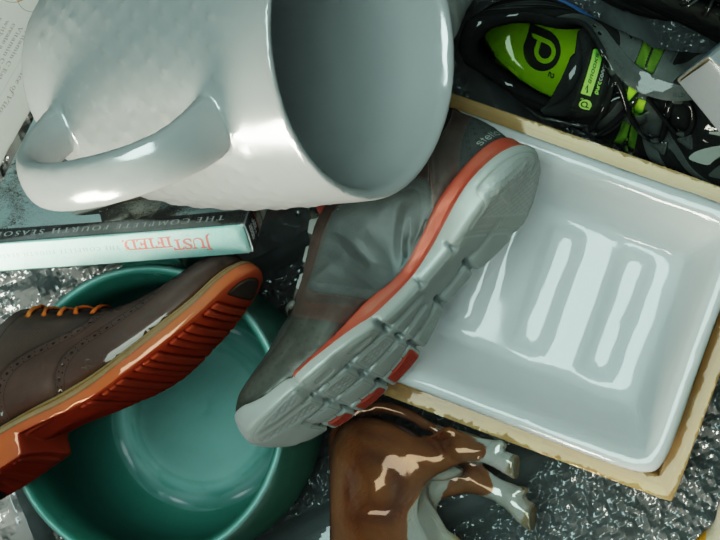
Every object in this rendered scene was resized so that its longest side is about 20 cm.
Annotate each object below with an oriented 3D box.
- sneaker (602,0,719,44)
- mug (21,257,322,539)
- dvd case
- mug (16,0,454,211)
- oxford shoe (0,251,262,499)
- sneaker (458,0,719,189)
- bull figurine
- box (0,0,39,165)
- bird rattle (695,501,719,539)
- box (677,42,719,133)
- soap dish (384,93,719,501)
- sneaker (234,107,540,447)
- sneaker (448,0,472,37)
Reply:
[{"bbox_3d":[0.193,-0.140,1.375,0.199,0.091,0.076,19,92,12],"label":"sneaker"},{"bbox_3d":[-0.088,0.062,1.425,0.152,0.114,0.185,30,94,14],"label":"mug"},{"bbox_3d":[-0.106,-0.065,1.405,0.145,0.200,0.022,-4,124,14],"label":"dvd case"},{"bbox_3d":[-0.080,-0.088,1.273,0.175,0.200,0.148,-3,121,36],"label":"mug"},{"bbox_3d":[-0.140,0.039,1.346,0.200,0.071,0.073,-33,74,10],"label":"oxford shoe"},{"bbox_3d":[0.136,-0.087,1.376,0.199,0.083,0.071,24,111,26],"label":"sneaker"},{"bbox_3d":[0.027,0.169,1.408,0.121,0.065,0.201,0,96,17],"label":"bull figurine"},{"bbox_3d":[-0.250,-0.150,1.420,0.106,0.200,0.153,34,95,32],"label":"box"},{"bbox_3d":[0.259,0.127,1.365,0.200,0.113,0.163,37,108,0],"label":"bird rattle"},{"bbox_3d":[0.273,-0.064,1.320,0.156,0.041,0.200,-40,90,-22],"label":"box"},{"bbox_3d":[0.096,0.010,1.398,0.199,0.081,0.158,20,93,14],"label":"soap dish"},{"bbox_3d":[0.000,0.000,1.348,0.082,0.077,0.200,40,82,24],"label":"sneaker"},{"bbox_3d":[-0.018,-0.173,1.450,0.199,0.075,0.100,18,55,25],"label":"sneaker"}]
